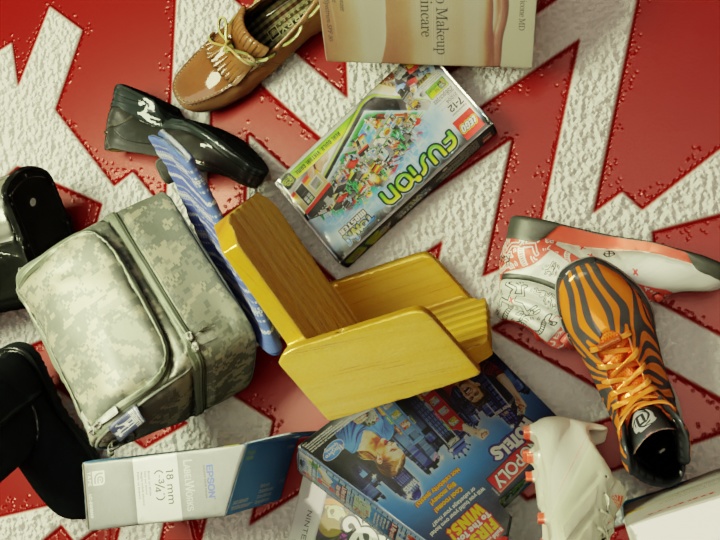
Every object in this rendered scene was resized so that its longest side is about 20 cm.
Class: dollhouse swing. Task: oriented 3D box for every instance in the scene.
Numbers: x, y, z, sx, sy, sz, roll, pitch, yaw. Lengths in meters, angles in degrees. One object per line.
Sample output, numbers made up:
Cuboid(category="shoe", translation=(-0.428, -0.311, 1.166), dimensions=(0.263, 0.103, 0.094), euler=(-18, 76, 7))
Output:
Cuboid(category="dollhouse swing", translation=(0.000, 0.000, 0.854), dimensions=(0.180, 0.200, 0.178), euler=(-18, 100, 11))

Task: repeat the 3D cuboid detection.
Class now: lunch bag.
Cuboid(category="lunch bag", translation=(-0.209, 0.052, 0.927), dimensions=(0.166, 0.140, 0.201), euler=(-27, 69, -21))

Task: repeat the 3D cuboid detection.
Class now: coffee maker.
Cuboid(category="coffee maker", translation=(-0.399, 0.009, 1.021), dimensions=(0.197, 0.135, 0.195), euler=(-14, 81, 13))

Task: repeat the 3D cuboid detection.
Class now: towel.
Cuboid(category="towel", translation=(-0.134, -0.025, 0.910), dimensions=(0.024, 0.145, 0.202), euler=(-28, 116, -13))

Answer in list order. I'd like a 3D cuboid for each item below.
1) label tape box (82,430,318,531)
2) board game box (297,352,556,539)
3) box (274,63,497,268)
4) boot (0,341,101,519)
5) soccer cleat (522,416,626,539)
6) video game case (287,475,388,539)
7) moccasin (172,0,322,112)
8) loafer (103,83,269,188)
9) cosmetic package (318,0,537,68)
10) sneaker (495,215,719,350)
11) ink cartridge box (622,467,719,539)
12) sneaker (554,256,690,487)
Cuboid(category="label tape box", translation=(-0.132, 0.192, 0.919), dimensions=(0.197, 0.144, 0.064), euler=(-10, 80, 14))
Cuboid(category="board game box", translation=(0.081, 0.179, 0.877), dimensions=(0.199, 0.062, 0.200), euler=(-34, 67, -22))
Cuboid(category="box", translation=(0.024, -0.111, 0.974), dimensions=(0.200, 0.035, 0.110), euler=(-42, 75, 6))
Cuboid(category="boot", translation=(-0.329, 0.180, 0.936), dimensions=(0.076, 0.168, 0.202), euler=(-19, 102, 15))
Cuboid(category="soccer cleat", translation=(0.173, 0.195, 0.779), dimensions=(0.076, 0.070, 0.201), euler=(-3, 43, 4))
Cuboid(category="video game case", translation=(0.021, 0.291, 0.922), dimensions=(0.198, 0.036, 0.184), euler=(14, 87, 16))
Cuboid(category="moccasin", translation=(-0.107, -0.231, 1.002), dimensions=(0.200, 0.078, 0.074), euler=(-29, 77, 10))
Cuboid(category="loafer", translation=(-0.180, -0.121, 1.017), dimensions=(0.199, 0.073, 0.073), euler=(28, 99, 26))
Cuboid(category="cosmetic package", translation=(0.066, -0.254, 0.923), dimensions=(0.197, 0.104, 0.088), euler=(2, 48, 10))
Cuboid(category="sneaker", translation=(0.219, 0.023, 0.891), dimensions=(0.199, 0.067, 0.109), euler=(13, 91, 16))
Cuboid(category="ink cartridge box", translation=(0.296, 0.234, 0.770), dimensions=(0.146, 0.200, 0.146), euler=(-21, 78, 11))
Cuboid(category="sneaker", translation=(0.225, 0.088, 0.817), dimensions=(0.077, 0.112, 0.201), euler=(-28, 105, 14))
